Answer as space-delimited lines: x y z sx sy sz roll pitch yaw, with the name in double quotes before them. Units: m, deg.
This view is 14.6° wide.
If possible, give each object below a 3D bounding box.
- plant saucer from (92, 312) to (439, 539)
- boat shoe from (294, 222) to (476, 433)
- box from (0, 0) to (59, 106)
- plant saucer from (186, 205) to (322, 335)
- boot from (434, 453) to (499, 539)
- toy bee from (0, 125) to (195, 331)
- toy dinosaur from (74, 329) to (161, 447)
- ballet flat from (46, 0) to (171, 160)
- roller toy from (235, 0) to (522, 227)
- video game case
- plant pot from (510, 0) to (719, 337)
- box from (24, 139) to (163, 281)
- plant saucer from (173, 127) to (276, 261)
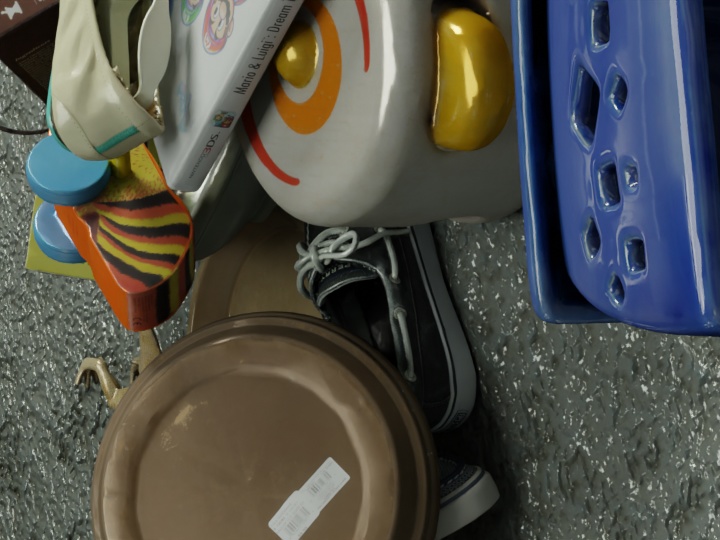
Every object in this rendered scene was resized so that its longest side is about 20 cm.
"plant saucer" -0.056 0.120 1.511 0.199 0.029 0.201 -3 79 17
"boat shoe" -0.002 0.002 1.578 0.073 0.068 0.200 -35 62 37
"box" -0.199 -0.169 1.771 0.101 0.075 0.200 61 -176 15
"plant saucer" -0.047 0.057 1.701 0.200 0.029 0.201 7 98 57
"boot" -0.015 0.110 1.570 0.199 0.073 0.091 -14 106 45
"toy bee" -0.142 -0.063 1.579 0.200 0.108 0.131 54 157 10
"toy dinosaur" -0.134 0.084 1.813 0.101 0.058 0.201 27 132 49
"ballet flat" -0.129 -0.154 1.513 0.069 0.069 0.201 -35 52 53
"roller toy" 0.017 -0.112 1.489 0.183 0.139 0.201 -57 47 43
"video game case" -0.084 -0.176 1.514 0.182 0.024 0.201 -58 38 38
"plant pot" 0.171 -0.070 1.205 0.180 0.199 0.201 -8 86 63
"box" -0.154 -0.044 1.733 0.200 0.075 0.050 -77 -3 -74
"plant saucer" -0.061 -0.086 1.653 0.200 0.050 0.201 -158 90 -80
